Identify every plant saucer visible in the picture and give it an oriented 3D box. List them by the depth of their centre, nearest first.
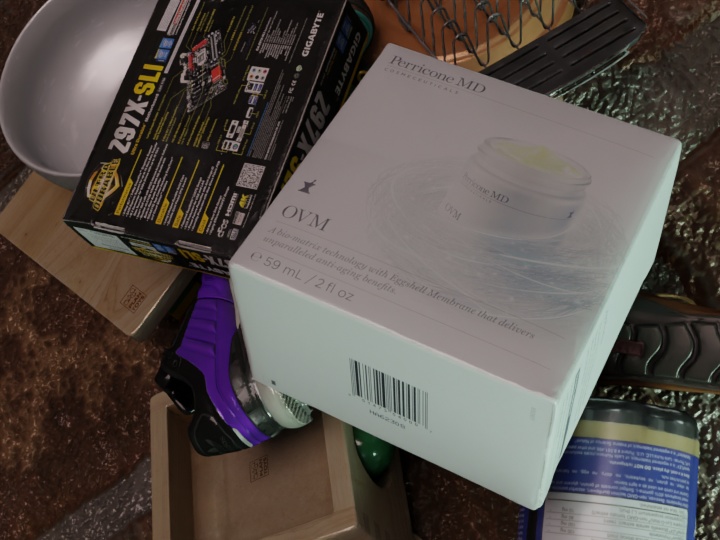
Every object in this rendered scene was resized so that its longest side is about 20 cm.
[{"bbox_3d":[0.068,-0.215,0.888,0.197,0.032,0.203,-8,54,12],"label":"plant saucer"}]

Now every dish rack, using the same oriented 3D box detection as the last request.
[{"bbox_3d":[0.102,-0.202,0.815,0.152,0.055,0.201,-31,54,-3],"label":"dish rack"}]

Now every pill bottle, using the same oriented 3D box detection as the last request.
[{"bbox_3d":[0.151,0.187,0.708,0.110,0.112,0.203,1,75,27],"label":"pill bottle"}]

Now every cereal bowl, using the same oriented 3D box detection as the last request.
[{"bbox_3d":[-0.190,-0.146,0.922,0.197,0.083,0.203,-9,63,18],"label":"cereal bowl"}]

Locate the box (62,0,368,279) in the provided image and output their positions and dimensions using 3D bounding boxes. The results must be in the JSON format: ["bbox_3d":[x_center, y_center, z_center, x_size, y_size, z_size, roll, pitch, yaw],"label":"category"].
[{"bbox_3d":[-0.099,-0.101,0.790,0.158,0.049,0.203,10,72,28],"label":"box"}]

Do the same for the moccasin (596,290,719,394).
[{"bbox_3d":[0.175,0.040,0.771,0.198,0.078,0.075,2,90,24],"label":"moccasin"}]

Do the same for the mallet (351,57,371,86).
[{"bbox_3d":[0.076,-0.089,0.803,0.066,0.041,0.200,-43,87,10],"label":"mallet"}]

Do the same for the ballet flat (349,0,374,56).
[{"bbox_3d":[-0.063,-0.130,0.871,0.200,0.068,0.069,-48,37,9],"label":"ballet flat"}]

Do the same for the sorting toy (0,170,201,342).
[{"bbox_3d":[-0.179,-0.061,0.968,0.198,0.070,0.201,32,82,31],"label":"sorting toy"}]

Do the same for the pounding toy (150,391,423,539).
[{"bbox_3d":[-0.029,0.165,0.810,0.198,0.142,0.186,-22,51,16],"label":"pounding toy"}]

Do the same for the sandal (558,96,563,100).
[{"bbox_3d":[0.102,-0.087,0.844,0.077,0.070,0.215,2,75,27],"label":"sandal"}]

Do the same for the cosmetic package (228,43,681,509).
[{"bbox_3d":[0.060,-0.005,0.681,0.197,0.124,0.201,21,56,18],"label":"cosmetic package"}]

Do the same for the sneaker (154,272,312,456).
[{"bbox_3d":[-0.103,0.046,0.793,0.099,0.070,0.201,-31,41,11],"label":"sneaker"}]

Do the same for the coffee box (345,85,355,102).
[{"bbox_3d":[-0.030,-0.158,0.948,0.123,0.044,0.200,-50,59,3],"label":"coffee box"}]
